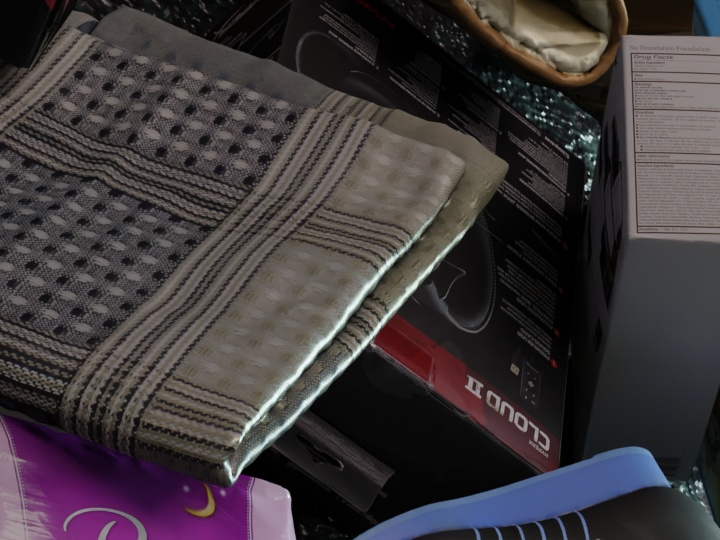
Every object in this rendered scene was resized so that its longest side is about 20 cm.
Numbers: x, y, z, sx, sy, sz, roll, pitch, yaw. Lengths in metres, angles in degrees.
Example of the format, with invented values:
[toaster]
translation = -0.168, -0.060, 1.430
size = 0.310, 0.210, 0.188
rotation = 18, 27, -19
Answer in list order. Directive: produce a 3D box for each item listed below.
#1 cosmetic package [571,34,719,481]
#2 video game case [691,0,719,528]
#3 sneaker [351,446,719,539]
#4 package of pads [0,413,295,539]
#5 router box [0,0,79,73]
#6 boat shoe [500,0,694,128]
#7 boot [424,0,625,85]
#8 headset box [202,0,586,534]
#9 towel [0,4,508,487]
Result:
[cosmetic package]
translation = 0.108, 0.001, 0.939
size = 0.050, 0.200, 0.083
rotation = 3, 62, 1
[video game case]
translation = 0.146, 0.016, 0.981
size = 0.018, 0.201, 0.143
rotation = -6, 41, -4
[sneaker]
translation = 0.047, 0.118, 0.821
size = 0.199, 0.070, 0.078
rotation = -19, 53, -34
[package of pads]
translation = -0.071, 0.142, 0.688
size = 0.120, 0.076, 0.201
rotation = 16, 46, -27
[router box]
translation = -0.161, -0.166, 0.843
size = 0.199, 0.062, 0.150
rotation = 27, 36, -3
[boat shoe]
translation = 0.123, -0.082, 1.076
size = 0.074, 0.200, 0.067
rotation = -23, 106, -23
[boot]
translation = 0.002, -0.156, 0.979
size = 0.175, 0.066, 0.200
rotation = 32, 7, -25
[headset box]
translation = 0.000, 0.000, 0.915
size = 0.149, 0.077, 0.200
rotation = 36, 38, -21
[towel]
translation = -0.076, -0.024, 0.783
size = 0.192, 0.035, 0.200
rotation = 19, 35, 18
